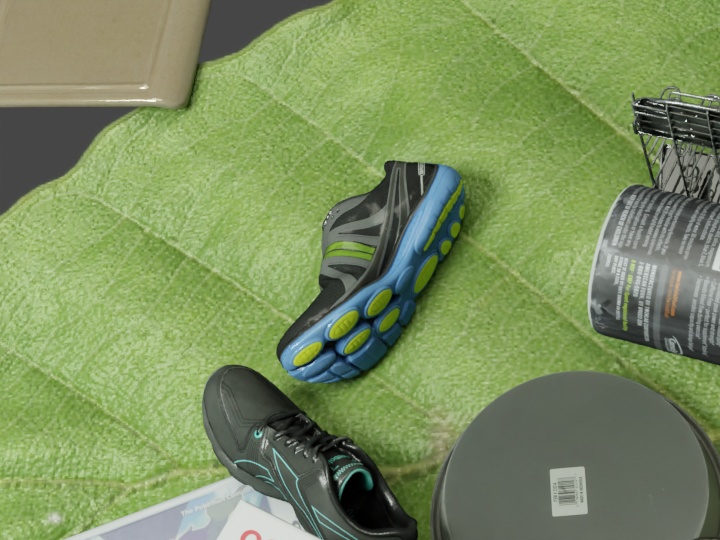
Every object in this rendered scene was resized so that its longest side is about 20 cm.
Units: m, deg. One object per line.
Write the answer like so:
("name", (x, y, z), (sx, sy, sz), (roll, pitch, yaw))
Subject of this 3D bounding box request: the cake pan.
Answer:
("cake pan", (0.141, 0.150, 1.228), (0.199, 0.037, 0.201), (-6, 58, 10))

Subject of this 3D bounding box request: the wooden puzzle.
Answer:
("wooden puzzle", (-0.222, -0.206, 1.540), (0.199, 0.037, 0.186), (3, 60, 10))

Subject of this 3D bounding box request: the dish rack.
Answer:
("dish rack", (0.257, -0.074, 1.245), (0.153, 0.200, 0.055), (14, 73, 21))

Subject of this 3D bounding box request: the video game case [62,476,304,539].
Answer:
("video game case", (-0.110, 0.234, 1.247), (0.199, 0.023, 0.183), (-21, 56, 1))

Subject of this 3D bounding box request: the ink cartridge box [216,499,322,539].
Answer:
("ink cartridge box", (-0.042, 0.269, 1.101), (0.146, 0.146, 0.200), (23, 72, 25))

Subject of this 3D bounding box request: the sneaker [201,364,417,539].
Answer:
("sneaker", (-0.028, 0.128, 1.240), (0.075, 0.079, 0.200), (-26, 64, -37))

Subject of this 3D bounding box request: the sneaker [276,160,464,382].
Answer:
("sneaker", (0.000, -0.001, 1.341), (0.082, 0.071, 0.200), (19, 60, 29))

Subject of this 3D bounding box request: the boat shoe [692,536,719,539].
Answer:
("boat shoe", (0.279, 0.207, 1.128), (0.201, 0.061, 0.072), (21, 69, 13))

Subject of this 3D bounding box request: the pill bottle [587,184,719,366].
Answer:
("pill bottle", (0.259, 0.015, 1.242), (0.199, 0.106, 0.106), (15, 64, 21))
